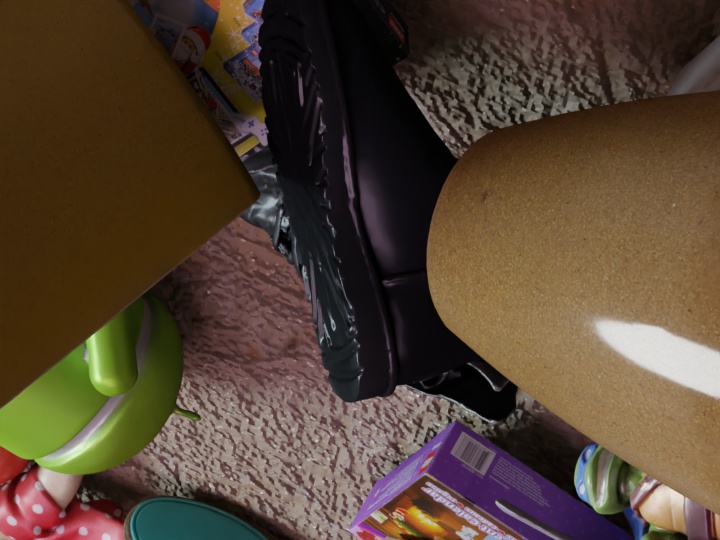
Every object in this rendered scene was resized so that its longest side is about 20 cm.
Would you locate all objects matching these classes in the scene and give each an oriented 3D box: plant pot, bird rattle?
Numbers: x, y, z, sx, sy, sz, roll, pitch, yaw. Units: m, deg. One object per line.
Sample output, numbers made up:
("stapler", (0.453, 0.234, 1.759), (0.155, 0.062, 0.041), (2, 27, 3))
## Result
("plant pot", (0.133, 0.004, 0.930), (0.200, 0.186, 0.187), (15, 139, 39))
("bird rattle", (-0.229, 0.124, 1.413), (0.200, 0.113, 0.163), (19, 121, 7))
("plant pot", (-0.202, -0.058, 1.020), (0.200, 0.200, 0.177), (-3, 119, 41))

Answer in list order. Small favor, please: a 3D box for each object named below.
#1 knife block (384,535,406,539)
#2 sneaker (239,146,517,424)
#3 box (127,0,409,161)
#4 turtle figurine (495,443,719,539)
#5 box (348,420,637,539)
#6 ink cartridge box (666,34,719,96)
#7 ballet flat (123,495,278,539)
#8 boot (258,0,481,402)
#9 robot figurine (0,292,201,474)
("knife block", (0.089, 0.193, 1.200), (0.200, 0.064, 0.176), (28, 162, 8))
("sneaker", (0.000, 0.002, 1.152), (0.200, 0.104, 0.060), (21, 138, 16))
("box", (-0.088, -0.145, 1.073), (0.137, 0.038, 0.200), (-31, 114, 14))
("turtle figurine", (0.179, 0.101, 1.125), (0.194, 0.144, 0.200), (7, 137, 25))
("box", (0.103, 0.168, 1.285), (0.200, 0.039, 0.137), (34, 154, -4))
("ink cartridge box", (0.240, -0.041, 0.999), (0.200, 0.083, 0.147), (38, 138, -8))
("ballet flat", (-0.050, 0.197, 1.417), (0.200, 0.068, 0.072), (18, 156, 7))
("boot", (0.051, -0.049, 1.068), (0.076, 0.168, 0.200), (178, 79, -69))
("robot figurine", (-0.182, 0.036, 1.268), (0.200, 0.116, 0.175), (35, 158, -27))
